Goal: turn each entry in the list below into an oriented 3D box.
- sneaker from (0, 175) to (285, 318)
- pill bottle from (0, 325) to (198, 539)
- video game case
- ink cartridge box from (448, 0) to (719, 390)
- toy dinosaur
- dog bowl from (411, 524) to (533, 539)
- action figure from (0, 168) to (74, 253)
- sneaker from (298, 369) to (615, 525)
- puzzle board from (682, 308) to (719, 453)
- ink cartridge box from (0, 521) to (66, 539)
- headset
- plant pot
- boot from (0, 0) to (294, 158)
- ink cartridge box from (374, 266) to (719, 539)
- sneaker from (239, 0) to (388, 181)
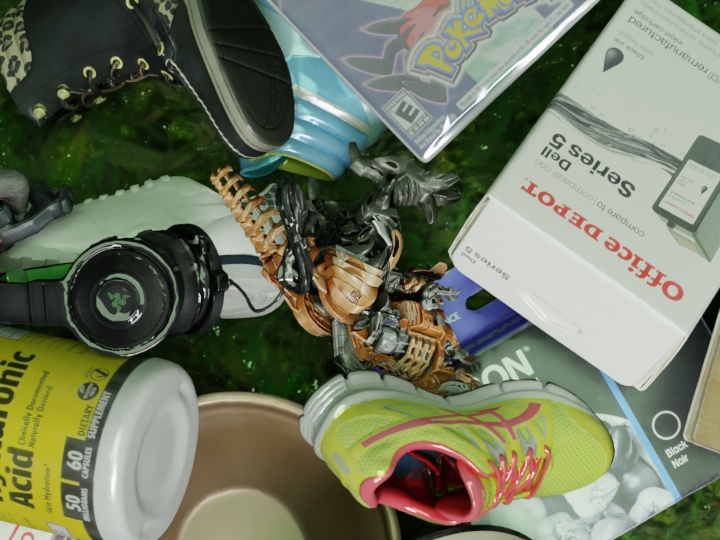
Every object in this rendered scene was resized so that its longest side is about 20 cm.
[{"bbox_3d":[-0.143,-0.018,1.469,0.200,0.076,0.081,3,67,0],"label":"sneaker"},{"bbox_3d":[-0.204,0.089,1.356,0.200,0.111,0.112,10,85,19],"label":"pill bottle"},{"bbox_3d":[0.047,-0.196,1.403,0.200,0.023,0.182,-43,94,14],"label":"video game case"},{"bbox_3d":[0.168,-0.052,1.416,0.145,0.084,0.200,35,59,3],"label":"ink cartridge box"},{"bbox_3d":[0.000,0.000,1.402,0.102,0.200,0.136,-12,40,31],"label":"toy dinosaur"},{"bbox_3d":[0.048,0.248,1.372,0.200,0.200,0.074,-39,47,-3],"label":"dog bowl"},{"bbox_3d":[-0.288,-0.046,1.416,0.200,0.105,0.194,-30,49,-3],"label":"action figure"},{"bbox_3d":[0.065,0.116,1.368,0.200,0.090,0.078,4,123,-26],"label":"sneaker"},{"bbox_3d":[0.274,0.052,1.417,0.200,0.017,0.151,22,83,-42],"label":"puzzle board"},{"bbox_3d":[-0.254,0.171,1.446,0.200,0.068,0.115,28,85,3],"label":"ink cartridge box"},{"bbox_3d":[-0.120,-0.004,1.343,0.200,0.123,0.094,-1,97,23],"label":"headset"},{"bbox_3d":[-0.075,0.174,1.433,0.200,0.093,0.201,0,85,0],"label":"plant pot"},{"bbox_3d":[-0.134,-0.123,1.431,0.154,0.073,0.204,-38,66,25],"label":"boot"},{"bbox_3d":[0.125,0.072,1.465,0.198,0.043,0.200,-30,84,-2],"label":"ink cartridge box"},{"bbox_3d":[-0.065,-0.136,1.466,0.200,0.080,0.131,39,85,4],"label":"sneaker"}]
